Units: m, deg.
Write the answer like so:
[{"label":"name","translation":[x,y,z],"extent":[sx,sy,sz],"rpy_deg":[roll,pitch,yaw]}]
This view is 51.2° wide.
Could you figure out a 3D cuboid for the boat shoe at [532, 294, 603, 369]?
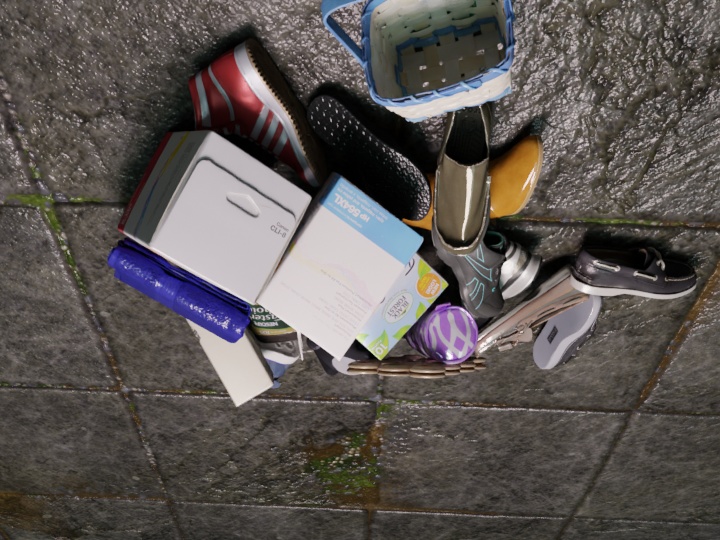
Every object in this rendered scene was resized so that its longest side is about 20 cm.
[{"label":"boat shoe","translation":[0.343,0.092,1.197],"extent":[0.065,0.071,0.202],"rpy_deg":[-4,139,-19]}]

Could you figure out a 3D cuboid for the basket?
[{"label":"basket","translation":[0.069,-0.238,0.749],"extent":[0.173,0.142,0.200],"rpy_deg":[-11,168,15]}]

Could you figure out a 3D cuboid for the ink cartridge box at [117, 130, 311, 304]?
[{"label":"ink cartridge box","translation":[-0.181,-0.069,0.901],"extent":[0.144,0.146,0.199],"rpy_deg":[31,173,-28]}]

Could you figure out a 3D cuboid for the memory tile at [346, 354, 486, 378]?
[{"label":"memory tile","translation":[0.086,0.137,1.095],"extent":[0.151,0.017,0.199],"rpy_deg":[-1,177,31]}]

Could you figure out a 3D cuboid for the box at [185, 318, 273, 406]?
[{"label":"box","translation":[-0.205,0.095,1.129],"extent":[0.068,0.082,0.202],"rpy_deg":[-28,97,-4]}]

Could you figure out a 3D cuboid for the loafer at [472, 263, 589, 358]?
[{"label":"loafer","translation":[0.248,0.072,1.106],"extent":[0.199,0.063,0.072],"rpy_deg":[-38,171,-2]}]

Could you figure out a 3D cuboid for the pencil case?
[{"label":"pencil case","translation":[0.114,0.085,1.106],"extent":[0.082,0.087,0.200],"rpy_deg":[-10,-179,-8]}]

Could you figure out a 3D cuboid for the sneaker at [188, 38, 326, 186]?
[{"label":"sneaker","translation":[-0.126,-0.170,0.907],"extent":[0.111,0.072,0.201],"rpy_deg":[-20,127,18]}]

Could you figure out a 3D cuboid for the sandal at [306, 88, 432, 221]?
[{"label":"sandal","translation":[0.021,-0.148,0.928],"extent":[0.201,0.048,0.075],"rpy_deg":[46,131,-12]}]

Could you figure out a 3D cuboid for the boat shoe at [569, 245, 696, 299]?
[{"label":"boat shoe","translation":[0.397,-0.004,1.077],"extent":[0.196,0.074,0.061],"rpy_deg":[2,121,-9]}]

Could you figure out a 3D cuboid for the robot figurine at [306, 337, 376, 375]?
[{"label":"robot figurine","translation":[-0.002,0.077,1.149],"extent":[0.124,0.151,0.200],"rpy_deg":[31,132,-9]}]

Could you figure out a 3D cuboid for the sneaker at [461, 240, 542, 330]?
[{"label":"sneaker","translation":[0.169,0.010,1.120],"extent":[0.114,0.076,0.201],"rpy_deg":[32,138,-7]}]

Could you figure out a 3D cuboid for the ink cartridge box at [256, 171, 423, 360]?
[{"label":"ink cartridge box","translation":[-0.037,0.000,0.919],"extent":[0.124,0.129,0.201],"rpy_deg":[35,94,-11]}]

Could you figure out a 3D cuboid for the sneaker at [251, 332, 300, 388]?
[{"label":"sneaker","translation":[-0.213,0.139,1.262],"extent":[0.198,0.082,0.146],"rpy_deg":[26,130,-33]}]

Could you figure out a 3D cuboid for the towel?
[{"label":"towel","translation":[-0.239,0.028,1.008],"extent":[0.198,0.050,0.148],"rpy_deg":[31,166,-8]}]

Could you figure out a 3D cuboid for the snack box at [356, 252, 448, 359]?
[{"label":"snack box","translation":[0.000,0.000,1.017],"extent":[0.200,0.053,0.142],"rpy_deg":[42,95,-13]}]

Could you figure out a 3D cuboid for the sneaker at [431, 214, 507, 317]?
[{"label":"sneaker","translation":[0.161,-0.006,0.990],"extent":[0.078,0.076,0.201],"rpy_deg":[-14,138,23]}]

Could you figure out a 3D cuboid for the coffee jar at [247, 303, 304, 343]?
[{"label":"coffee jar","translation":[-0.141,0.026,1.124],"extent":[0.102,0.086,0.201],"rpy_deg":[-7,139,12]}]

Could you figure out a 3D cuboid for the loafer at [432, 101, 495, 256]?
[{"label":"loafer","translation":[0.117,-0.116,0.882],"extent":[0.074,0.070,0.204],"rpy_deg":[4,100,16]}]

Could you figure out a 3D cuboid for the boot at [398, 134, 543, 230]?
[{"label":"boot","translation":[0.134,-0.108,0.966],"extent":[0.141,0.072,0.202],"rpy_deg":[11,143,-13]}]
